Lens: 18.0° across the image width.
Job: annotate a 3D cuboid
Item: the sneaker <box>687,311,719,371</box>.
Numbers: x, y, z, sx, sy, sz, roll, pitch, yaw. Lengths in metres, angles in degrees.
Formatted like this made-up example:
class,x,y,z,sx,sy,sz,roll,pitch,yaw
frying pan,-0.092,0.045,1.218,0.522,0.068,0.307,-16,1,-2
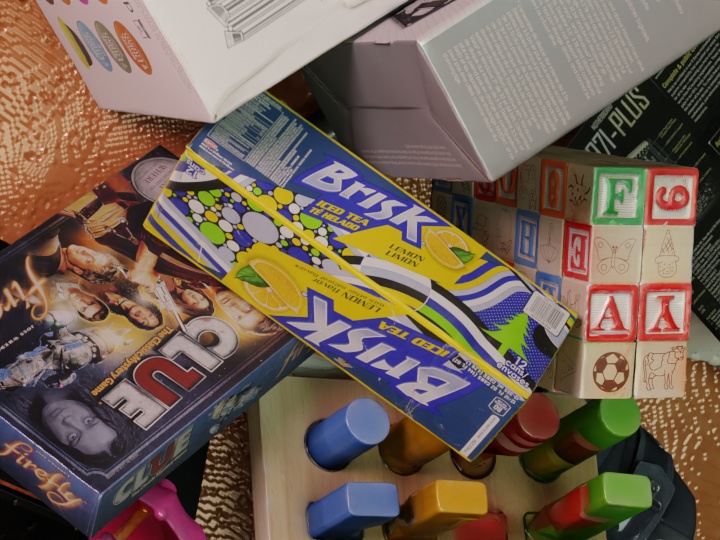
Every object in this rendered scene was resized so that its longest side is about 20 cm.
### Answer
class,x,y,z,sx,sy,sz,roll,pitch,yaw
sneaker,0.212,0.034,1.316,0.200,0.075,0.089,-14,116,-19

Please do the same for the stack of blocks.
class,x,y,z,sx,sy,sz,roll,pitch,yaw
stack of blocks,0.101,-0.005,1.192,0.059,0.200,0.115,0,97,-21

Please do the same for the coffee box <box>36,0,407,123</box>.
class,x,y,z,sx,sy,sz,roll,pitch,yaw
coffee box,-0.070,-0.208,1.099,0.200,0.198,0.200,-34,107,-15

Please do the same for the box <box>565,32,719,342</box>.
class,x,y,z,sx,sy,sz,roll,pitch,yaw
box,0.228,-0.077,1.200,0.086,0.164,0.200,-16,149,-48

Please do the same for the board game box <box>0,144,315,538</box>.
class,x,y,z,sx,sy,sz,roll,pitch,yaw
board game box,-0.113,0.028,1.103,0.135,0.035,0.200,35,46,16

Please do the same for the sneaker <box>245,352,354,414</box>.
class,x,y,z,sx,sy,sz,roll,pitch,yaw
sneaker,-0.057,0.050,1.203,0.200,0.076,0.092,6,130,-24

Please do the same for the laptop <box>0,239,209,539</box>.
class,x,y,z,sx,sy,sz,roll,pitch,yaw
laptop,-0.184,0.111,1.180,0.177,0.103,0.200,30,112,-38

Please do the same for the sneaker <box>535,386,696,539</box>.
class,x,y,z,sx,sy,sz,roll,pitch,yaw
sneaker,0.106,0.159,1.269,0.146,0.077,0.202,44,64,-22

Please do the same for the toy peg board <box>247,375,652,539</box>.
class,x,y,z,sx,sy,sz,roll,pitch,yaw
toy peg board,0.058,0.142,1.133,0.199,0.098,0.200,6,66,-27

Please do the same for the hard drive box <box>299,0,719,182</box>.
class,x,y,z,sx,sy,sz,roll,pitch,yaw
hard drive box,0.088,-0.126,1.083,0.200,0.156,0.077,-34,106,-18

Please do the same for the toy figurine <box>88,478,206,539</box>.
class,x,y,z,sx,sy,sz,roll,pitch,yaw
toy figurine,-0.150,0.176,1.075,0.150,0.200,0.184,33,100,-2

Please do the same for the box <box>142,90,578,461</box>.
class,x,y,z,sx,sy,sz,roll,pitch,yaw
box,0.000,0.000,1.095,0.200,0.070,0.064,36,49,1

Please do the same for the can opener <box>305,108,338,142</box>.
class,x,y,z,sx,sy,sz,roll,pitch,yaw
can opener,-0.005,-0.066,1.221,0.200,0.066,0.053,-30,108,-9
